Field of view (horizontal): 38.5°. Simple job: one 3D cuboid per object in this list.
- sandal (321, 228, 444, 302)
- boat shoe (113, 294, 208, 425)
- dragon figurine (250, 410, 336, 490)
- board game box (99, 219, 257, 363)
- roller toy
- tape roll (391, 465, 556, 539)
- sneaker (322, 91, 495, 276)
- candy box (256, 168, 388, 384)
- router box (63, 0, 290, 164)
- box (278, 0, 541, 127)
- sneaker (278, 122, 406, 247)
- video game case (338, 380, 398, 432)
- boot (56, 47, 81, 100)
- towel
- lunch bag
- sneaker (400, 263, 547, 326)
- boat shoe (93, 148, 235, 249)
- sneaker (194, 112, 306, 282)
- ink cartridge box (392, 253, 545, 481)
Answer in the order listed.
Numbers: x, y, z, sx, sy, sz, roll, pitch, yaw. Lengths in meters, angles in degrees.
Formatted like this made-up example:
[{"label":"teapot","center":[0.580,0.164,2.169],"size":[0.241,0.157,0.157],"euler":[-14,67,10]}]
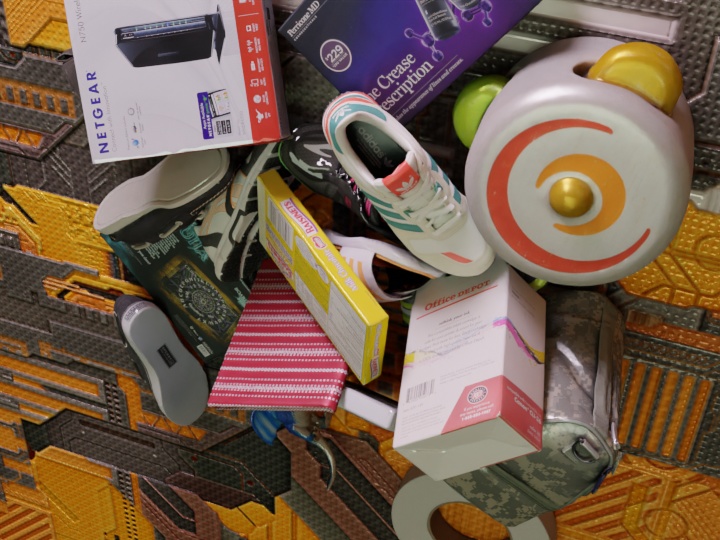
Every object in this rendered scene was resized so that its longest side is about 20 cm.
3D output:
[{"label":"sandal","center":[0.006,0.002,1.005],"size":[0.079,0.060,0.206],"euler":[20,177,-30]},{"label":"boat shoe","center":[-0.248,0.107,1.257],"size":[0.066,0.070,0.201],"euler":[32,155,42]},{"label":"dragon figurine","center":[-0.091,0.171,1.232],"size":[0.099,0.059,0.201],"euler":[-4,125,28]},{"label":"board game box","center":[-0.190,0.005,1.177],"size":[0.135,0.028,0.200],"euler":[-24,111,35]},{"label":"roller toy","center":[0.184,-0.088,0.856],"size":[0.199,0.140,0.183],"euler":[-15,115,27]},{"label":"tape roll","center":[0.135,0.306,1.242],"size":[0.201,0.037,0.204],"euler":[12,129,16]},{"label":"sneaker","center":[0.041,-0.064,0.867],"size":[0.070,0.093,0.200],"euler":[-40,100,9]},{"label":"candy box","center":[-0.040,0.004,0.975],"size":[0.200,0.026,0.103],"euler":[52,158,28]},{"label":"router box","center":[-0.166,-0.205,0.923],"size":[0.178,0.049,0.202],"euler":[-7,100,8]},{"label":"box","center":[0.048,-0.228,0.867],"size":[0.141,0.079,0.200],"euler":[45,130,-7]},{"label":"sneaker","center":[0.014,-0.080,0.961],"size":[0.199,0.084,0.077],"euler":[30,93,7]},{"label":"video game case","center":[0.010,0.140,1.072],"size":[0.199,0.023,0.182],"euler":[18,174,41]},{"label":"boot","center":[-0.199,-0.180,1.030],"size":[0.200,0.069,0.174],"euler":[50,132,-6]},{"label":"towel","center":[-0.062,0.060,1.049],"size":[0.144,0.201,0.023],"euler":[-3,137,24]},{"label":"lunch bag","center":[0.174,0.125,0.983],"size":[0.139,0.201,0.168],"euler":[38,131,-16]},{"label":"sneaker","center":[0.109,-0.004,1.007],"size":[0.199,0.074,0.081],"euler":[-19,110,32]},{"label":"boat shoe","center":[-0.192,-0.071,1.059],"size":[0.199,0.074,0.060],"euler":[-23,138,33]},{"label":"sneaker","center":[-0.117,-0.083,1.052],"size":[0.080,0.073,0.201],"euler":[49,124,27]},{"label":"ink cartridge box","center":[0.102,0.075,0.926],"size":[0.116,0.201,0.067],"euler":[-24,130,35]}]
